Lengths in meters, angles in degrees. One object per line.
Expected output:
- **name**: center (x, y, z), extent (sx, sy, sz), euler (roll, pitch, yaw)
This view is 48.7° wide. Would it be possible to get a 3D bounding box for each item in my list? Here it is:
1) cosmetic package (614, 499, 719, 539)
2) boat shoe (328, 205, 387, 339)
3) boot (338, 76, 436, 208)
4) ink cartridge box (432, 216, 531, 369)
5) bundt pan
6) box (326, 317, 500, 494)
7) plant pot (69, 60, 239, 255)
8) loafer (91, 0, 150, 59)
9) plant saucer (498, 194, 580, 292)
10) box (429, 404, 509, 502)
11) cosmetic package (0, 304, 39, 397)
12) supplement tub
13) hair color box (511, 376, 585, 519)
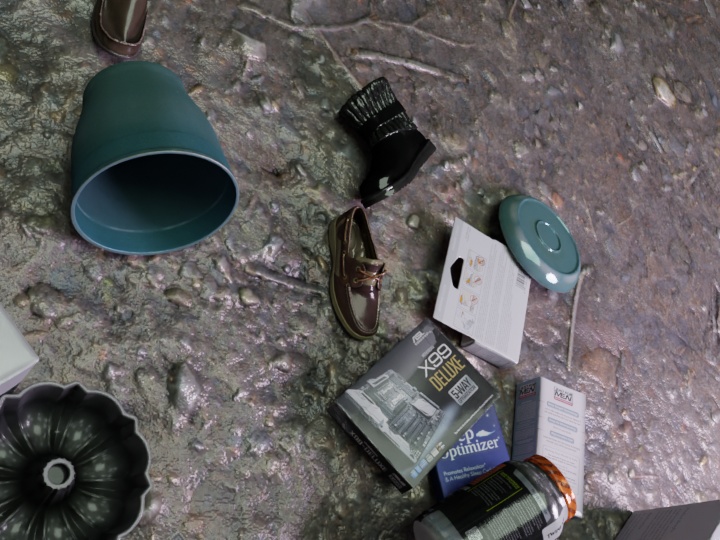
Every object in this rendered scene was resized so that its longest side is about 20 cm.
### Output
- **cosmetic package**: center (0.504, 0.472, 1.214), extent (0.165, 0.200, 0.165), euler (-35, 91, -37)
- **boat shoe**: center (0.000, 0.000, 1.175), extent (0.072, 0.072, 0.200), euler (6, 67, -30)
- **boot**: center (0.022, -0.205, 1.268), extent (0.158, 0.079, 0.211), euler (51, 42, -12)
- **ink cartridge box**: center (0.194, 0.037, 1.301), extent (0.173, 0.044, 0.200), euler (28, 58, -19)
- **bundt pan**: center (-0.335, 0.226, 0.865), extent (0.202, 0.076, 0.202), euler (13, 64, -27)
- **box**: center (0.077, 0.187, 1.126), extent (0.200, 0.050, 0.158), euler (-38, 82, -29)
- **plant pot**: center (-0.273, -0.152, 1.005), extent (0.200, 0.200, 0.188), euler (0, 55, -32)
- **loafer**: center (-0.335, -0.394, 1.130), extent (0.073, 0.071, 0.200), euler (10, 65, -29)
- **plant saucer**: center (0.324, -0.055, 1.401), extent (0.200, 0.027, 0.200), euler (26, 45, -28)
- **box**: center (0.150, 0.247, 1.170), extent (0.121, 0.032, 0.200), euler (-7, 69, -21)
- **cosmetic package**: center (-0.463, 0.070, 0.793), extent (0.166, 0.167, 0.200), euler (-36, 92, -38)
- **supplement tub**: center (0.182, 0.336, 1.064), extent (0.200, 0.123, 0.123), euler (-25, 85, -19)
- **hair color box**: center (0.296, 0.280, 1.251), extent (0.099, 0.061, 0.200), euler (23, 60, -23)
